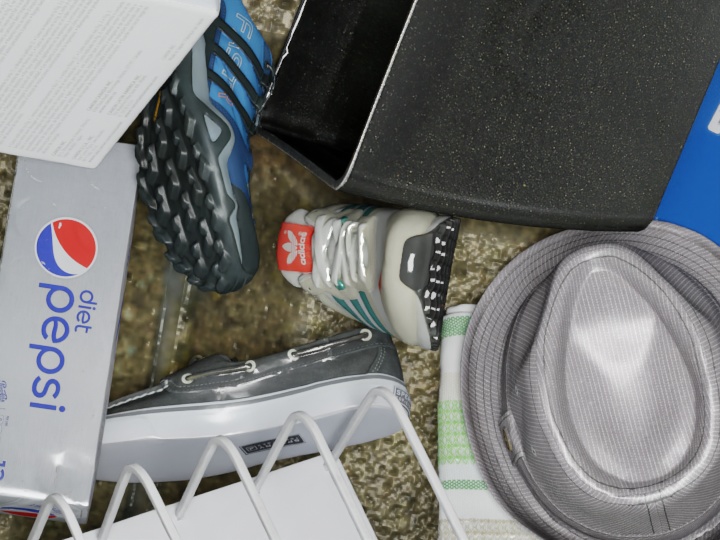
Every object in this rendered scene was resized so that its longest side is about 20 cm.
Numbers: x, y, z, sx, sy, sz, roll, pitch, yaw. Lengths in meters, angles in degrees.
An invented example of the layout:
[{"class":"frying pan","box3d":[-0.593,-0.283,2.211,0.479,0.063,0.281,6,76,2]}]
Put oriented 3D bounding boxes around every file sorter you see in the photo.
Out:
[{"class":"file sorter","box3d":[-0.059,0.160,1.257,0.200,0.125,0.139,-17,67,-25]}]

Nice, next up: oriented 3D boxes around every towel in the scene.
[{"class":"towel","box3d":[0.115,0.118,1.353,0.149,0.031,0.200,2,68,-2]}]

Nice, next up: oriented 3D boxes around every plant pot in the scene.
[{"class":"plant pot","box3d":[0.078,-0.121,1.289,0.177,0.200,0.200,20,96,-19]}]

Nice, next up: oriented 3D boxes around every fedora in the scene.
[{"class":"fedora","box3d":[0.138,0.055,1.299,0.176,0.090,0.200,-8,73,6]}]

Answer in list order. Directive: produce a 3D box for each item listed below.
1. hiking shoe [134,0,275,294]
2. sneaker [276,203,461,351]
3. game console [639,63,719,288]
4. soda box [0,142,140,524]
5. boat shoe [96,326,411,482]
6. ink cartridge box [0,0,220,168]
[{"class":"hiking shoe","box3d":[-0.074,-0.088,1.302,0.087,0.074,0.200,-7,79,-36]},{"class":"sneaker","box3d":[0.000,0.000,1.290,0.093,0.200,0.071,10,89,1]},{"class":"game console","box3d":[0.279,-0.064,1.389,0.171,0.118,0.200,30,95,24]},{"class":"soda box","box3d":[-0.163,0.030,1.314,0.068,0.063,0.201,8,75,-5]},{"class":"boat shoe","box3d":[-0.072,0.074,1.366,0.199,0.069,0.057,-9,63,5]},{"class":"ink cartridge box","box3d":[-0.191,-0.121,1.208,0.200,0.162,0.050,12,57,-26]}]
